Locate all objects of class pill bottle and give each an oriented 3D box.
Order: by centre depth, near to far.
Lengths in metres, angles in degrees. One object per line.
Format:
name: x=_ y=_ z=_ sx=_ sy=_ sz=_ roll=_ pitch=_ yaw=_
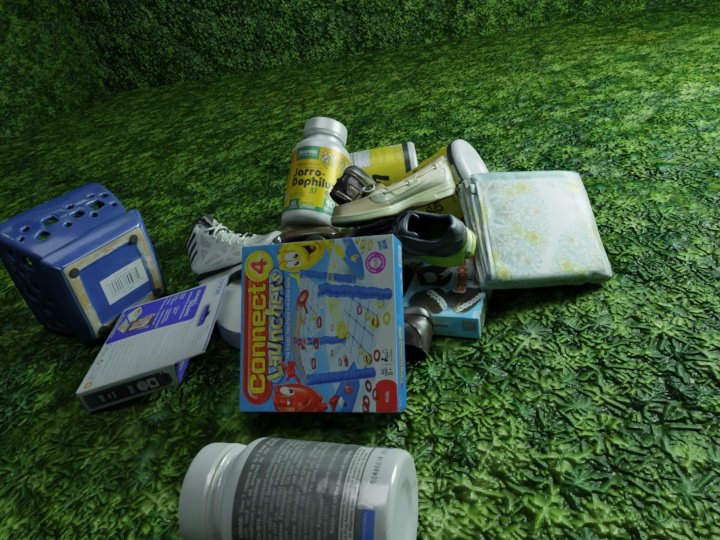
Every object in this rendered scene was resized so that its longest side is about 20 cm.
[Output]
pill bottle: x=-0.054 y=0.213 z=0.487 sx=0.196 sy=0.115 sz=0.114 roll=-1 pitch=33 yaw=18
pill bottle: x=0.114 y=-0.120 z=0.911 sx=0.199 sy=0.112 sz=0.113 roll=-31 pitch=20 yaw=32
pill bottle: x=-0.077 y=-0.172 z=1.003 sx=0.111 sy=0.113 sz=0.204 roll=2 pitch=75 yaw=23
pill bottle: x=0.020 y=-0.187 z=1.105 sx=0.196 sy=0.116 sz=0.115 roll=-10 pitch=31 yaw=6

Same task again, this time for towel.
towel: x=0.246 y=-0.059 z=0.778 sx=0.196 sy=0.048 sz=0.174 roll=-3 pitch=69 yaw=-9

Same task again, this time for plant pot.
plant pot: x=-0.456 y=-0.007 z=0.919 sx=0.178 sy=0.203 sz=0.200 roll=20 pitch=43 yaw=32

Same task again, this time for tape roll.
tape roll: x=-0.132 y=0.049 z=0.856 sx=0.199 sy=0.038 sz=0.204 roll=-10 pitch=31 yaw=6

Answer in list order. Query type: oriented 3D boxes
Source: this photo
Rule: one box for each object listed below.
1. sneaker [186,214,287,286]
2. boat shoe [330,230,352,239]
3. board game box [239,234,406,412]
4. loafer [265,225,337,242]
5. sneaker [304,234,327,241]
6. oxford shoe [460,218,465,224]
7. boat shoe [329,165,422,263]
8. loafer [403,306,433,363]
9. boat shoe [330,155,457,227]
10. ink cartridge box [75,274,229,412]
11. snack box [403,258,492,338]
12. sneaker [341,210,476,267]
sneaker: x=-0.221 y=-0.049 z=0.907 sx=0.198 sy=0.117 sz=0.076 roll=-24 pitch=5 yaw=27
boat shoe: x=0.000 y=0.000 z=0.854 sx=0.070 sy=0.066 sz=0.201 roll=-12 pitch=33 yaw=-14
board game box: x=-0.046 y=0.066 z=0.652 sx=0.192 sy=0.204 sz=0.056 roll=-4 pitch=-10 yaw=14
loafer: x=-0.125 y=-0.046 z=0.968 sx=0.196 sy=0.077 sz=0.068 roll=-7 pitch=37 yaw=8
sneaker: x=-0.058 y=0.009 z=0.789 sx=0.081 sy=0.074 sz=0.200 roll=-36 pitch=30 yaw=-11
oxford shoe: x=0.224 y=-0.081 z=0.881 sx=0.070 sy=0.073 sz=0.199 roll=3 pitch=16 yaw=-41
boat shoe: x=0.029 y=-0.076 z=0.851 sx=0.073 sy=0.075 sz=0.200 roll=-43 pitch=72 yaw=-6
loafer: x=-0.001 y=0.097 z=0.693 sx=0.196 sy=0.074 sz=0.072 roll=-13 pitch=40 yaw=7
boat shoe: x=0.044 y=-0.110 z=0.769 sx=0.198 sy=0.064 sz=0.073 roll=-18 pitch=3 yaw=-16
ink cartridge box: x=-0.290 y=0.101 z=0.802 sx=0.197 sy=0.044 sz=0.199 roll=-19 pitch=30 yaw=9
snack box: x=0.137 y=0.020 z=0.803 sx=0.114 sy=0.038 sz=0.201 roll=2 pitch=34 yaw=22
sneaker: x=0.057 y=-0.049 z=0.750 sx=0.196 sy=0.081 sz=0.075 roll=-6 pitch=62 yaw=21
